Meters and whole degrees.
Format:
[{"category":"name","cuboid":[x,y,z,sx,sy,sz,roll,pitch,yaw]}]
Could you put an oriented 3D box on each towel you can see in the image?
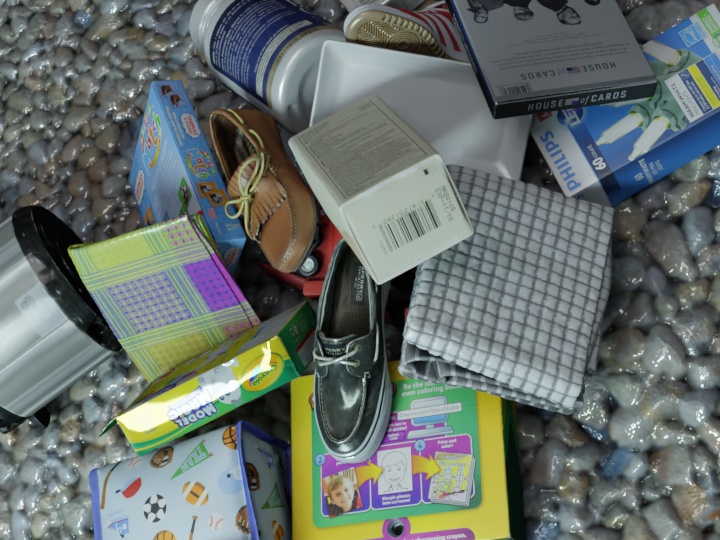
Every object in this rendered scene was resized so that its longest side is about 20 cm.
[{"category":"towel","cuboid":[0.125,0.020,1.275,0.165,0.086,0.201,17,58,-5]},{"category":"towel","cuboid":[-0.169,0.037,1.390,0.143,0.200,0.023,-16,35,20]}]

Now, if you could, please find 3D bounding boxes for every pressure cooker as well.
[{"category":"pressure cooker","cuboid":[-0.349,0.053,1.460,0.200,0.179,0.176,-37,62,5]}]

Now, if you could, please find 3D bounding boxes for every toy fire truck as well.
[{"category":"toy fire truck","cuboid":[0.017,-0.021,1.362,0.140,0.049,0.201,-2,79,21]}]

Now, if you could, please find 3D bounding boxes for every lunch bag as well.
[{"category":"lunch bag","cuboid":[-0.141,0.255,1.316,0.169,0.124,0.201,-19,64,20]}]

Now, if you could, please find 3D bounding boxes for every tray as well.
[{"category":"tray","cuboid":[0.055,-0.142,1.352,0.199,0.022,0.108,9,103,-5]}]

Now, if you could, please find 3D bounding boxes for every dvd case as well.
[{"category":"dvd case","cuboid":[0.165,-0.220,1.349,0.150,0.025,0.200,-9,50,-9]}]

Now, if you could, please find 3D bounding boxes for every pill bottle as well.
[{"category":"pill bottle","cuboid":[-0.088,-0.218,1.492,0.111,0.111,0.200,-50,47,-3]}]

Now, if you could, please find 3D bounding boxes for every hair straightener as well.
[{"category":"hair straightener","cuboid":[0.000,0.000,1.410,0.199,0.041,0.077,21,79,29]}]

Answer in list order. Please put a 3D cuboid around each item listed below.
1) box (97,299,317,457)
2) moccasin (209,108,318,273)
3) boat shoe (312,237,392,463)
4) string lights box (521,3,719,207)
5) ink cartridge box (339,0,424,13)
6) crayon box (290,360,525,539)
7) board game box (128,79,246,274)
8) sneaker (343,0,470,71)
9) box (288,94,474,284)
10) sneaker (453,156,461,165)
[{"category":"box","cuboid":[-0.134,0.102,1.339,0.199,0.117,0.049,-25,98,17]},{"category":"moccasin","cuboid":[-0.093,-0.078,1.361,0.074,0.077,0.202,-49,44,35]},{"category":"boat shoe","cuboid":[-0.015,0.065,1.292,0.072,0.071,0.201,-3,79,22]},{"category":"string lights box","cuboid":[0.260,-0.141,1.347,0.200,0.059,0.103,-30,59,9]},{"category":"ink cartridge box","cuboid":[0.024,-0.364,1.552,0.176,0.045,0.200,-38,60,5]},{"category":"crayon box","cuboid":[0.039,0.168,1.313,0.199,0.058,0.173,-10,64,19]},{"category":"board game box","cuboid":[-0.174,-0.062,1.458,0.036,0.151,0.200,-10,58,-26]},{"category":"sneaker","cuboid":[0.056,-0.229,1.406,0.071,0.200,0.113,-40,48,33]},{"category":"box","cuboid":[0.013,-0.073,1.245,0.095,0.078,0.200,-28,24,-2]},{"category":"sneaker","cuboid":[0.040,-0.125,1.430,0.078,0.070,0.200,-28,60,5]}]
